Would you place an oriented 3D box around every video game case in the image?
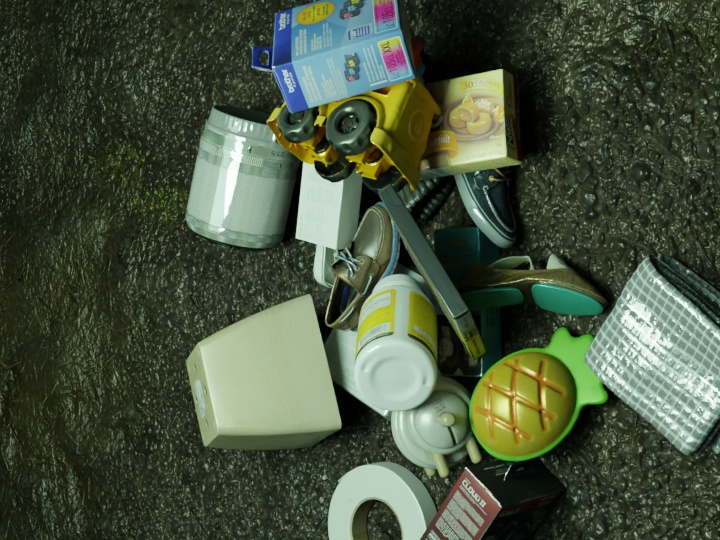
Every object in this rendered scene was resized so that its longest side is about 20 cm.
[{"bbox_3d":[0.095,0.005,1.628,0.025,0.181,0.201,-30,66,1],"label":"video game case"}]

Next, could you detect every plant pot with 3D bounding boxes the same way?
[{"bbox_3d":[-0.155,0.170,1.869,0.200,0.175,0.203,137,121,-67],"label":"plant pot"}]

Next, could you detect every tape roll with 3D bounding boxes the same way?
[{"bbox_3d":[0.033,0.384,1.843,0.201,0.037,0.206,1,91,44],"label":"tape roll"}]

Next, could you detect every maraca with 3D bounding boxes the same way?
[{"bbox_3d":[0.230,0.160,1.616,0.199,0.107,0.138,-36,66,11],"label":"maraca"}]

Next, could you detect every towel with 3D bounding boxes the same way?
[{"bbox_3d":[0.377,0.102,1.486,0.200,0.085,0.167,44,120,33],"label":"towel"}]

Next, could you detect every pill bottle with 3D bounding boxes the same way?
[{"bbox_3d":[0.050,0.089,1.689,0.112,0.110,0.201,-57,13,27],"label":"pill bottle"}]

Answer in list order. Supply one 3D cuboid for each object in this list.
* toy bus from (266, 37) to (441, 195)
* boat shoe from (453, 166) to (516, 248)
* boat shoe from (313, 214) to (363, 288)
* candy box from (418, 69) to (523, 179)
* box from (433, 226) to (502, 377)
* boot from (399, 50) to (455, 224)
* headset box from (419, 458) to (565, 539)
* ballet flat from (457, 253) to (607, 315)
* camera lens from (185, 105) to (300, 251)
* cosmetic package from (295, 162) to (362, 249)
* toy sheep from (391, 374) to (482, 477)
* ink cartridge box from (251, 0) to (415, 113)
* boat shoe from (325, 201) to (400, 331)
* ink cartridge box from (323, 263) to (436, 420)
[{"bbox_3d":[0.004,-0.217,1.632,0.198,0.136,0.194,14,74,35],"label":"toy bus"},{"bbox_3d":[0.176,-0.136,1.679,0.091,0.070,0.202,-35,71,31],"label":"boat shoe"},{"bbox_3d":[-0.024,-0.071,1.872,0.063,0.070,0.203,15,108,42],"label":"boat shoe"},{"bbox_3d":[0.113,-0.188,1.659,0.198,0.055,0.117,-7,80,32],"label":"candy box"},{"bbox_3d":[0.147,0.043,1.723,0.082,0.049,0.203,-2,89,43],"label":"box"},{"bbox_3d":[0.077,-0.186,1.764,0.158,0.079,0.213,46,125,35],"label":"boot"},{"bbox_3d":[0.166,0.330,1.643,0.077,0.148,0.202,44,120,32],"label":"headset box"},{"bbox_3d":[0.224,0.014,1.631,0.197,0.068,0.073,1,55,23],"label":"ballet flat"},{"bbox_3d":[-0.181,-0.140,1.950,0.159,0.159,0.203,24,107,40],"label":"camera lens"},{"bbox_3d":[-0.039,-0.138,1.797,0.082,0.050,0.203,16,105,36],"label":"cosmetic package"},{"bbox_3d":[0.105,0.208,1.703,0.200,0.136,0.140,143,119,-74],"label":"toy sheep"},{"bbox_3d":[-0.036,-0.278,1.573,0.197,0.077,0.137,-16,39,10],"label":"ink cartridge box"},{"bbox_3d":[0.000,0.000,1.781,0.072,0.072,0.203,34,119,42],"label":"boat shoe"},{"bbox_3d":[0.038,0.095,1.842,0.162,0.057,0.202,30,91,38],"label":"ink cartridge box"}]
